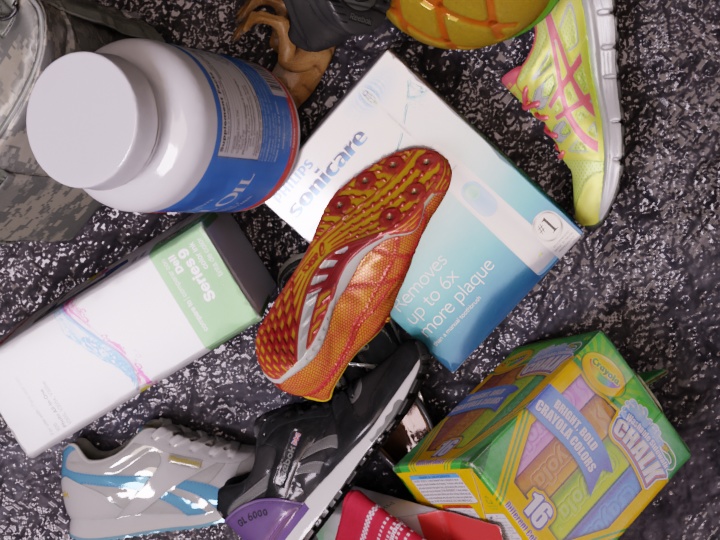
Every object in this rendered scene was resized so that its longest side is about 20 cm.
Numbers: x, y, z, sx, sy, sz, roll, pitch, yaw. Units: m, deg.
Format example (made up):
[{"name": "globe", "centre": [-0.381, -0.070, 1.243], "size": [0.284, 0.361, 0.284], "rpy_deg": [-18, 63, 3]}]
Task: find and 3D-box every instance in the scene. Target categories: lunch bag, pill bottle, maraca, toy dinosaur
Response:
[{"name": "lunch bag", "centre": [-0.234, -0.121, 0.970], "size": [0.168, 0.200, 0.140], "rpy_deg": [-45, 75, 13]}, {"name": "pill bottle", "centre": [-0.130, -0.094, 0.917], "size": [0.111, 0.200, 0.113], "rpy_deg": [1, 93, 24]}, {"name": "maraca", "centre": [0.088, -0.221, 0.961], "size": [0.199, 0.107, 0.137], "rpy_deg": [-15, 130, 41]}, {"name": "toy dinosaur", "centre": [-0.041, -0.172, 1.047], "size": [0.106, 0.060, 0.201], "rpy_deg": [35, 87, -20]}]

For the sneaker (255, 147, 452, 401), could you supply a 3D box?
[{"name": "sneaker", "centre": [0.000, 0.000, 0.985], "size": [0.073, 0.077, 0.201], "rpy_deg": [37, 92, 39]}]

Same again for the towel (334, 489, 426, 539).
[{"name": "towel", "centre": [0.054, 0.260, 1.006], "size": [0.199, 0.022, 0.145], "rpy_deg": [32, 129, 23]}]

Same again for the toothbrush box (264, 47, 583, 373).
[{"name": "toothbrush box", "centre": [0.045, -0.048, 1.043], "size": [0.200, 0.085, 0.146], "rpy_deg": [43, 98, -5]}]

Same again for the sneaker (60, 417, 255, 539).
[{"name": "sneaker", "centre": [-0.138, 0.157, 1.085], "size": [0.198, 0.077, 0.081], "rpy_deg": [-10, 94, -1]}]

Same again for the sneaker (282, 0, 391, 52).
[{"name": "sneaker", "centre": [-0.049, -0.248, 0.970], "size": [0.076, 0.091, 0.202], "rpy_deg": [-8, 80, -37]}]

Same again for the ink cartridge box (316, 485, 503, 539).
[{"name": "ink cartridge box", "centre": [0.050, 0.254, 1.039], "size": [0.050, 0.200, 0.162], "rpy_deg": [-25, 105, -28]}]

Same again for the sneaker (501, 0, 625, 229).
[{"name": "sneaker", "centre": [0.153, -0.130, 1.039], "size": [0.090, 0.078, 0.202], "rpy_deg": [-5, 93, 8]}]

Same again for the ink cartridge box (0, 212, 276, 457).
[{"name": "ink cartridge box", "centre": [-0.171, 0.040, 1.028], "size": [0.199, 0.145, 0.088], "rpy_deg": [-33, 98, 6]}]

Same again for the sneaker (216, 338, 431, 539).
[{"name": "sneaker", "centre": [-0.032, 0.119, 1.012], "size": [0.087, 0.076, 0.200], "rpy_deg": [38, 95, 8]}]

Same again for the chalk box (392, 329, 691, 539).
[{"name": "chalk box", "centre": [0.149, 0.129, 1.036], "size": [0.200, 0.124, 0.124], "rpy_deg": [-42, 99, -27]}]

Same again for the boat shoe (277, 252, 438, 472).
[{"name": "boat shoe", "centre": [0.002, 0.074, 1.074], "size": [0.072, 0.068, 0.201], "rpy_deg": [-31, 97, 7]}]
